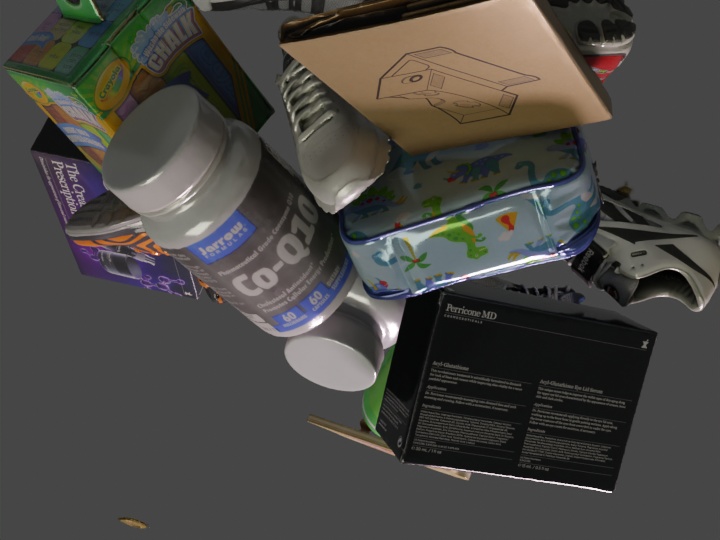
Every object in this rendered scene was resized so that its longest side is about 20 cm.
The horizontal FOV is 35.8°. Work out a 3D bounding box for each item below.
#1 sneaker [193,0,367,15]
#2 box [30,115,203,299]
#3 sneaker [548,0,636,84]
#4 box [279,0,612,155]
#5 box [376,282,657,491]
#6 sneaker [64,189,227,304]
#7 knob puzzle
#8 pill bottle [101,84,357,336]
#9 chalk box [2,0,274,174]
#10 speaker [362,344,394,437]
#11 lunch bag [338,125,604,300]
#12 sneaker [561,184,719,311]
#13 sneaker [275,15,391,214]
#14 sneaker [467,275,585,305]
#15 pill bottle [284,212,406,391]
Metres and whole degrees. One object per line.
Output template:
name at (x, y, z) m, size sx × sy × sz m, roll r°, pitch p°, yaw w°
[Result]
sneaker at (-0.029, -0.203, 0.835) m, size 0.198 × 0.076 × 0.114 m, roll -9°, pitch 135°, yaw 31°
box at (-0.231, -0.069, 1.125) m, size 0.139 × 0.079 × 0.201 m, roll 9°, pitch 145°, yaw 10°
sneaker at (0.098, -0.154, 0.797) m, size 0.197 × 0.078 × 0.085 m, roll 1°, pitch 145°, yaw -11°
box at (0.064, -0.130, 0.742) m, size 0.162 × 0.022 × 0.200 m, roll -8°, pitch 163°, yaw 25°
box at (0.129, 0.093, 0.930) m, size 0.198 × 0.143 × 0.079 m, roll 11°, pitch -169°, yaw -18°
sneaker at (-0.162, -0.020, 0.991) m, size 0.198 × 0.078 × 0.113 m, roll -5°, pitch 124°, yaw 21°
knob puzzle at (0.056, 0.219, 1.399) m, size 0.217 × 0.031 × 0.220 m, roll 19°, pitch 170°, yaw 3°
pill bottle at (-0.097, -0.044, 0.860) m, size 0.113 × 0.115 × 0.200 m, roll -9°, pitch 143°, yaw 35°
chalk box at (-0.190, -0.161, 0.899) m, size 0.124 × 0.124 × 0.200 m, roll 21°, pitch 157°, yaw 47°
speaker at (0.063, 0.117, 1.233) m, size 0.088 × 0.089 × 0.200 m, roll 22°, pitch 146°, yaw -5°
lunch bag at (0.084, -0.067, 0.870) m, size 0.198 × 0.162 × 0.083 m, roll -17°, pitch 129°, yaw 12°
sneaker at (0.215, -0.017, 0.970) m, size 0.198 × 0.089 × 0.074 m, roll 13°, pitch 147°, yaw 12°
sneaker at (-0.031, -0.121, 0.853) m, size 0.076 × 0.201 × 0.081 m, roll -33°, pitch 125°, yaw 14°
sneaker at (0.177, 0.041, 1.093) m, size 0.199 × 0.078 × 0.085 m, roll 24°, pitch 141°, yaw -24°
pill bottle at (0.000, 0.000, 0.995) m, size 0.111 × 0.201 × 0.113 m, roll 13°, pitch 146°, yaw 9°
